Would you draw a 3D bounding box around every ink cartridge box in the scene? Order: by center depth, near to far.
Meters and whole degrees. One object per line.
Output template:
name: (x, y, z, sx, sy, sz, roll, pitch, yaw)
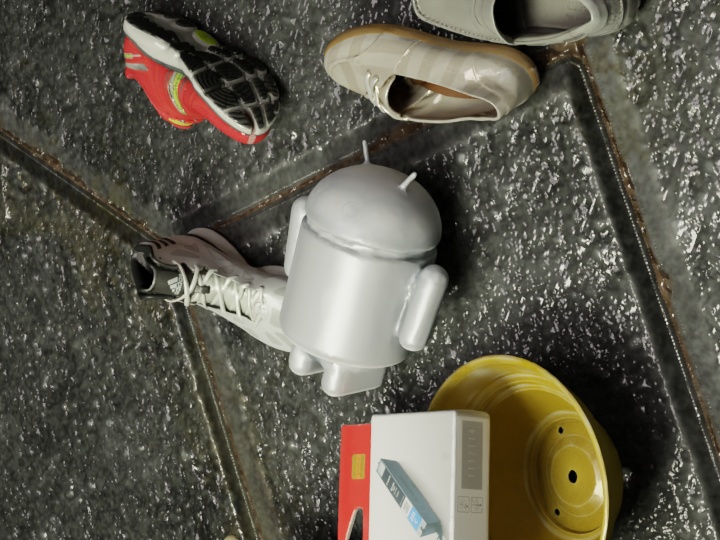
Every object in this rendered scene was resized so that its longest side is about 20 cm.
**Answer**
ink cartridge box: (0.024, 0.212, 1.392, 0.176, 0.045, 0.201, -9, 76, 48)

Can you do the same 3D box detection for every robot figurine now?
robot figurine: (0.000, 0.000, 1.461, 0.169, 0.113, 0.200, 29, 115, 33)

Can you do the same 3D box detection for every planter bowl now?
planter bowl: (0.139, 0.162, 1.377, 0.200, 0.083, 0.201, 3, 94, 49)

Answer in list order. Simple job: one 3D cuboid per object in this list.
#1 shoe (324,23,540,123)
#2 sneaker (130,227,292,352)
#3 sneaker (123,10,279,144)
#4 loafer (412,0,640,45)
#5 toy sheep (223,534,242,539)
shoe: (0.045, -0.151, 1.421, 0.200, 0.053, 0.070, 10, 148, 37)
sneaker: (-0.125, 0.026, 1.574, 0.200, 0.115, 0.076, 28, 114, 35)
sneaker: (-0.142, -0.159, 1.601, 0.200, 0.077, 0.085, 41, 133, 37)
loafer: (0.113, -0.204, 1.354, 0.200, 0.070, 0.070, 5, 115, 42)
toy sheep: (-0.046, 0.294, 1.536, 0.200, 0.138, 0.138, 47, 124, 19)
